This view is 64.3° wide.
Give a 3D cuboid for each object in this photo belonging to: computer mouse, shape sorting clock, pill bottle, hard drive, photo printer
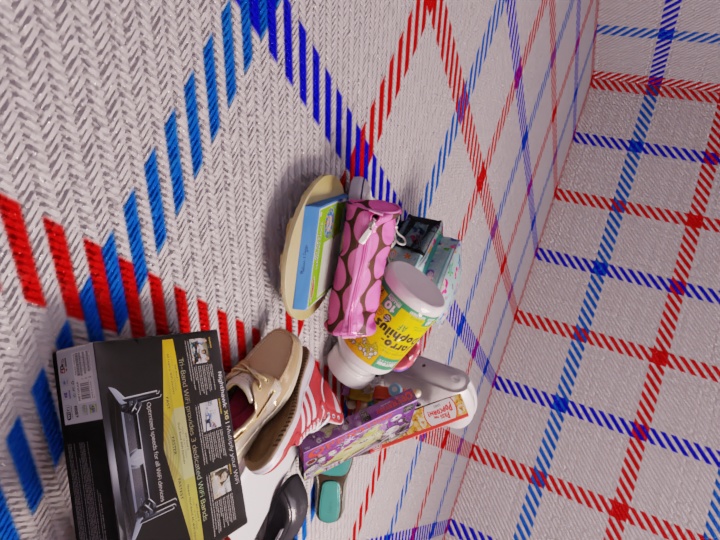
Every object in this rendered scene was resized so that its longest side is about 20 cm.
[{"bbox_3d":[-0.107,0.406,0.918,0.140,0.046,0.201,-16,127,-65],"label":"computer mouse"},{"bbox_3d":[-0.062,-0.031,0.782,0.200,0.039,0.201,13,90,-78],"label":"shape sorting clock"},{"bbox_3d":[0.033,0.092,0.912,0.200,0.113,0.113,-52,165,24],"label":"pill bottle"},{"bbox_3d":[-0.147,0.295,0.818,0.201,0.026,0.132,-63,154,-25],"label":"hard drive"},{"bbox_3d":[0.153,0.259,1.234,0.070,0.199,0.167,-56,151,-34],"label":"photo printer"}]

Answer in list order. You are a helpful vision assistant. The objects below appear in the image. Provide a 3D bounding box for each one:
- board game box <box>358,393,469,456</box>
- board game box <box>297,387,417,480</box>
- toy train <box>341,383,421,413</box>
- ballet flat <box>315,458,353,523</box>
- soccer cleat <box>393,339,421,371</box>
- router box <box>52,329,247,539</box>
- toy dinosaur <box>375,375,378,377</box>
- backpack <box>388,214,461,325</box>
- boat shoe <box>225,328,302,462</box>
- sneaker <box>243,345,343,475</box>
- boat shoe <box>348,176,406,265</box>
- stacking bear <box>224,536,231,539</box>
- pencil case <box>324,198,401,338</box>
[{"bbox_3d":[0.084,0.293,1.080,0.199,0.047,0.152,-16,164,-18],"label":"board game box"},{"bbox_3d":[-0.005,0.264,0.921,0.199,0.032,0.120,-20,141,-19],"label":"board game box"},{"bbox_3d":[0.044,0.248,1.050,0.200,0.149,0.056,59,38,-64],"label":"toy train"},{"bbox_3d":[-0.051,0.364,1.044,0.064,0.067,0.201,-89,-173,-72],"label":"ballet flat"},{"bbox_3d":[0.089,0.126,1.135,0.077,0.066,0.201,91,8,-46],"label":"soccer cleat"},{"bbox_3d":[-0.183,0.160,0.522,0.157,0.052,0.201,5,73,-66],"label":"router box"},{"bbox_3d":[0.029,0.156,1.094,0.200,0.047,0.089,31,70,-69],"label":"toy dinosaur"},{"bbox_3d":[0.099,0.021,1.048,0.200,0.150,0.178,-52,149,-32],"label":"backpack"},{"bbox_3d":[-0.136,0.150,0.692,0.201,0.073,0.069,-61,159,-25],"label":"boat shoe"},{"bbox_3d":[-0.082,0.207,0.766,0.113,0.071,0.200,61,28,-27],"label":"sneaker"},{"bbox_3d":[0.029,-0.057,0.890,0.075,0.086,0.203,-75,164,-46],"label":"boat shoe"},{"bbox_3d":[-0.208,0.318,0.600,0.200,0.121,0.114,41,31,-72],"label":"stacking bear"},{"bbox_3d":[0.000,0.000,0.803,0.094,0.090,0.201,-121,-141,-70],"label":"pencil case"}]
